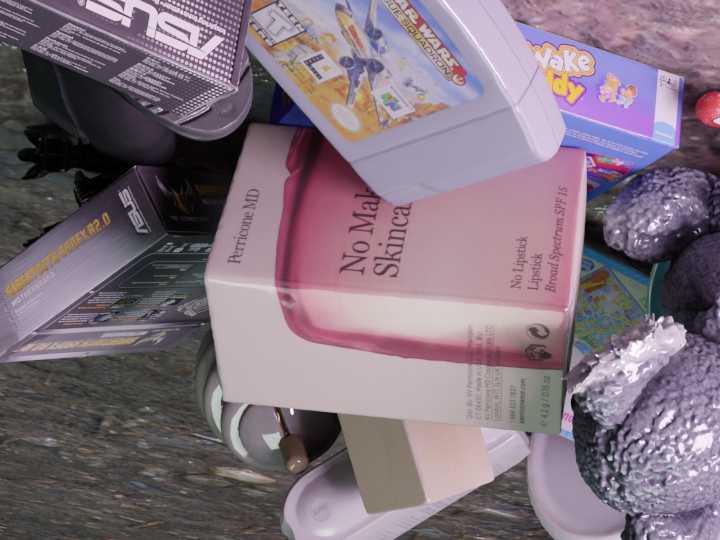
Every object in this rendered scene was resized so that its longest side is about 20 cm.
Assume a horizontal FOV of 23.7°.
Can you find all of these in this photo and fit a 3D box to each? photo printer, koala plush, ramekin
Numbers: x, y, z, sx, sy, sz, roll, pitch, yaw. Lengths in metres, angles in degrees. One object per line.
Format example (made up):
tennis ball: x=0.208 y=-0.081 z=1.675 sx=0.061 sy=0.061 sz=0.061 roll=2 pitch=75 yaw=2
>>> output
photo printer: x=0.032 y=0.159 z=1.324 sx=0.199 sy=0.070 sz=0.166 roll=-32 pitch=166 yaw=3
koala plush: x=0.186 y=0.061 z=0.920 sx=0.183 sy=0.200 sz=0.178 roll=8 pitch=122 yaw=43
ramekin: x=0.226 y=0.155 z=1.380 sx=0.199 sy=0.201 sz=0.105 roll=-10 pitch=149 yaw=41

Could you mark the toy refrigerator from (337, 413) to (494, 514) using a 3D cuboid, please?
toy refrigerator: x=0.023 y=0.061 z=1.192 sx=0.070 sy=0.201 sz=0.076 roll=-13 pitch=175 yaw=-37

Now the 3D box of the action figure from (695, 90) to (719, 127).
action figure: x=0.282 y=-0.072 z=0.930 sx=0.199 sy=0.066 sz=0.099 roll=12 pitch=166 yaw=-14

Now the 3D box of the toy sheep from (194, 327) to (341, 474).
toy sheep: x=-0.068 y=0.086 z=1.344 sx=0.137 sy=0.200 sz=0.138 roll=-4 pitch=126 yaw=-5

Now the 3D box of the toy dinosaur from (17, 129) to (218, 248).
toy dinosaur: x=-0.158 y=-0.048 z=1.172 sx=0.135 sy=0.103 sz=0.200 roll=4 pitch=146 yaw=-35

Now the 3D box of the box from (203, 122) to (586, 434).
box: x=0.024 y=0.003 z=0.970 sx=0.199 sy=0.128 sz=0.109 roll=5 pitch=138 yaw=8

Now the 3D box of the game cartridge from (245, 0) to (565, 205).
game cartridge: x=0.006 y=-0.119 z=0.842 sx=0.200 sy=0.042 sz=0.133 roll=47 pitch=147 yaw=-23

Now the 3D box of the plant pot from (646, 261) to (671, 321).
plant pot: x=0.296 y=0.026 z=1.052 sx=0.134 sy=0.201 sz=0.200 roll=-28 pitch=-175 yaw=-37

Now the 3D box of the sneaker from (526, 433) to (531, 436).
sneaker: x=0.108 y=0.097 z=1.446 sx=0.108 sy=0.071 sz=0.200 roll=4 pitch=167 yaw=26

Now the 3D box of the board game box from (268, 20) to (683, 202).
board game box: x=0.064 y=-0.094 z=0.981 sx=0.199 sy=0.045 sz=0.134 roll=15 pitch=159 yaw=-19

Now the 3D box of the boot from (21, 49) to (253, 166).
boot: x=-0.123 y=-0.098 z=0.933 sx=0.165 sy=0.066 sz=0.200 roll=44 pitch=162 yaw=11

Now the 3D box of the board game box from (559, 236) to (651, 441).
board game box: x=0.178 y=0.059 z=1.242 sx=0.199 sy=0.135 sz=0.034 roll=24 pitch=-166 yaw=-37

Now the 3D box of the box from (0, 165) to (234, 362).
box: x=-0.134 y=-0.002 z=1.100 sx=0.158 sy=0.049 sz=0.200 roll=-33 pitch=165 yaw=24

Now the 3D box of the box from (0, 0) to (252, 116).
box: x=-0.128 y=-0.171 z=0.677 sx=0.199 sy=0.161 sz=0.044 roll=22 pitch=155 yaw=-32
